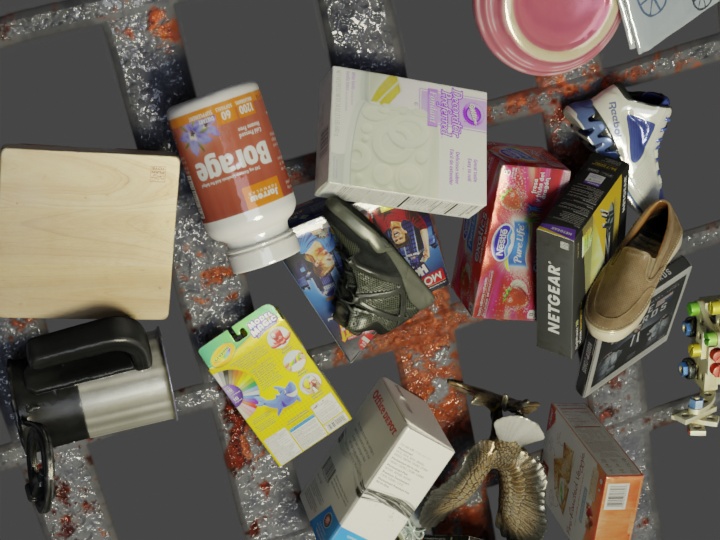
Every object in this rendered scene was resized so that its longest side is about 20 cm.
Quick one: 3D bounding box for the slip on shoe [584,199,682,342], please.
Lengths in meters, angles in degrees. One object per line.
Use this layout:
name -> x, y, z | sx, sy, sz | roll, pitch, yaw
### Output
slip on shoe -> 0.330, -0.002, 1.682 | 0.200, 0.075, 0.061 | -49, 147, -27

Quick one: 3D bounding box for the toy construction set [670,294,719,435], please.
toy construction set -> 0.470, 0.118, 1.856 | 0.091, 0.131, 0.203 | 7, 109, -17

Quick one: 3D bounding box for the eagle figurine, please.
eagle figurine -> 0.176, 0.262, 1.830 | 0.150, 0.150, 0.203 | 20, 83, -52

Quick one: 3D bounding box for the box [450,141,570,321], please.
box -> 0.183, -0.048, 1.729 | 0.094, 0.100, 0.203 | 4, 111, -16

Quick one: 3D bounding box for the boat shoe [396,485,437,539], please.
boat shoe -> 0.028, 0.359, 1.869 | 0.200, 0.065, 0.075 | -28, 117, -6

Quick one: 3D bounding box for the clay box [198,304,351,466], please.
clay box -> -0.110, 0.137, 1.753 | 0.114, 0.048, 0.201 | -33, 115, 0

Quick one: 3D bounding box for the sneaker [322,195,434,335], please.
sneaker -> -0.003, 0.005, 1.636 | 0.114, 0.076, 0.200 | -40, 130, 0

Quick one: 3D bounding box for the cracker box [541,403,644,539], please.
cracker box -> 0.298, 0.279, 1.836 | 0.057, 0.200, 0.136 | 1, 111, -14

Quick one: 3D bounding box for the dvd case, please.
dvd case -> 0.347, 0.074, 1.787 | 0.149, 0.025, 0.201 | -32, 154, -15

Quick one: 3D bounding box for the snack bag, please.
snack bag -> 0.373, -0.388, 1.665 | 0.199, 0.021, 0.190 | -33, 117, -21

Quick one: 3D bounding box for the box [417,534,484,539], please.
box -> 0.191, 0.397, 1.886 | 0.198, 0.136, 0.038 | 19, 74, -24

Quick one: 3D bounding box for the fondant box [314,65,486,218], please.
fondant box -> 0.049, -0.149, 1.636 | 0.197, 0.058, 0.147 | 7, 73, -19

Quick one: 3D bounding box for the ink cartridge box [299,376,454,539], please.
ink cartridge box -> 0.019, 0.260, 1.783 | 0.084, 0.146, 0.201 | 30, 102, -23

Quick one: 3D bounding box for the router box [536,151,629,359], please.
router box -> 0.272, -0.018, 1.713 | 0.158, 0.052, 0.202 | -50, 148, -35

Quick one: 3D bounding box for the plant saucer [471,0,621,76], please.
plant saucer -> 0.232, -0.328, 1.658 | 0.197, 0.051, 0.203 | -5, 113, -12

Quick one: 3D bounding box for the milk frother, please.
milk frother -> -0.305, 0.171, 1.619 | 0.185, 0.181, 0.203 | -13, 72, -9

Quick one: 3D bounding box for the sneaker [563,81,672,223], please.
sneaker -> 0.351, -0.157, 1.742 | 0.115, 0.081, 0.200 | -37, 114, 4

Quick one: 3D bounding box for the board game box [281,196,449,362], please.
board game box -> 0.000, 0.000, 1.720 | 0.198, 0.062, 0.202 | -21, 116, -6

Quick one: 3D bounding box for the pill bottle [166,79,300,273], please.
pill bottle -> -0.139, -0.105, 1.585 | 0.111, 0.112, 0.203 | -20, 98, -6

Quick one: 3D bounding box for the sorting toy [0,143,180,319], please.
sorting toy -> -0.317, -0.050, 1.610 | 0.197, 0.070, 0.202 | 1, 111, -16
